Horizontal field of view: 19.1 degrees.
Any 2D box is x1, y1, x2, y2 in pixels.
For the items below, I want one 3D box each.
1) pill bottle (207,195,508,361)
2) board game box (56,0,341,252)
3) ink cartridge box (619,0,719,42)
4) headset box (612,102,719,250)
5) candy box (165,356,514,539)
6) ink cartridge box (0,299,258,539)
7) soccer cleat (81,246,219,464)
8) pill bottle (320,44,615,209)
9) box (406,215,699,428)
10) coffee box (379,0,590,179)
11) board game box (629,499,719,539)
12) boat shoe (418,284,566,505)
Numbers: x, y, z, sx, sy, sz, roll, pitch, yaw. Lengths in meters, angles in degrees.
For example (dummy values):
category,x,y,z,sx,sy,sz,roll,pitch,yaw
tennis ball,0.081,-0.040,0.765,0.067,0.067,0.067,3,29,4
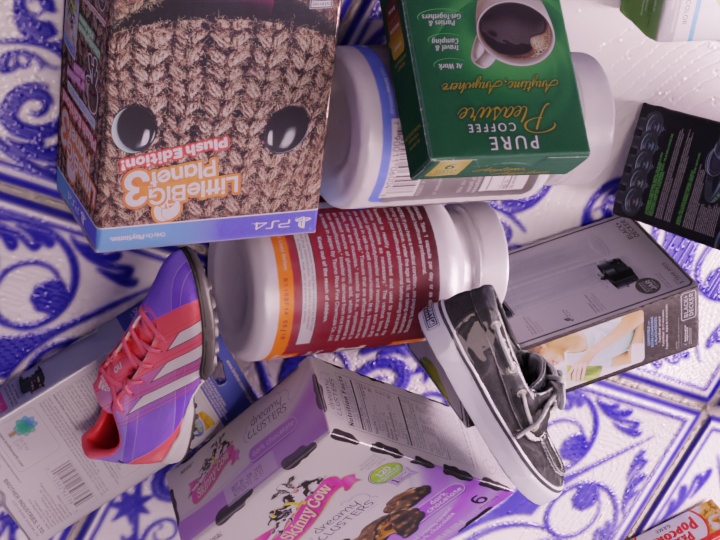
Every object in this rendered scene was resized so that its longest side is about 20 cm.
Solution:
category,x,y,z,sx,sy,sz,roll,pitch,yaw
pill bottle,0.000,0.000,1.537,0.199,0.113,0.113,-6,122,-22
board game box,-0.109,-0.127,1.416,0.159,0.097,0.201,-6,122,-22
ink cartridge box,0.297,-0.229,1.573,0.199,0.059,0.104,-4,121,-23
headset box,0.313,-0.053,1.610,0.174,0.200,0.093,12,97,-32
candy box,-0.015,0.159,1.608,0.200,0.072,0.168,21,131,-41
ink cartridge box,-0.184,0.103,1.559,0.200,0.042,0.119,-30,128,-3
soccer cleat,-0.144,0.065,1.468,0.073,0.068,0.200,-6,140,-21
pill bottle,0.071,-0.104,1.507,0.199,0.114,0.114,-4,121,-24
box,0.143,0.035,1.628,0.199,0.117,0.060,-18,128,-16
coffee box,0.076,-0.161,1.439,0.123,0.201,0.044,-4,164,-23
board game box,0.245,0.307,1.888,0.200,0.046,0.152,-26,127,-10
boat shoe,0.112,0.087,1.525,0.068,0.074,0.200,-26,121,10
